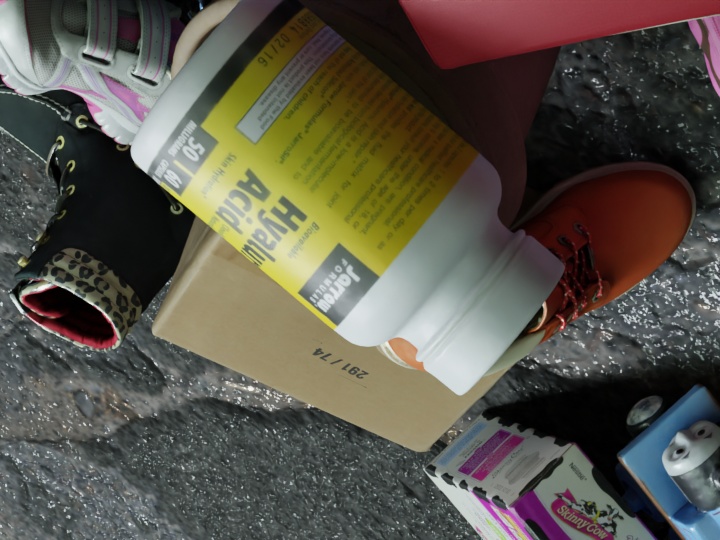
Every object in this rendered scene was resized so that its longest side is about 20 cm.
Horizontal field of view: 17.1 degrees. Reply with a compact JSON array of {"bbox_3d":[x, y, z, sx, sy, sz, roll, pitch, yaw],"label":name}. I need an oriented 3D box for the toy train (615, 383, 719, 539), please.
[{"bbox_3d":[0.235,0.159,1.446,0.200,0.087,0.114,53,171,-12],"label":"toy train"}]

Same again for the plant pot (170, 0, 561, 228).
[{"bbox_3d":[0.024,-0.113,1.284,0.199,0.175,0.201,24,142,20],"label":"plant pot"}]

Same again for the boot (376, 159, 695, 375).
[{"bbox_3d":[0.109,0.004,1.313,0.075,0.199,0.107,65,168,-12],"label":"boot"}]

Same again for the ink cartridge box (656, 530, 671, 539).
[{"bbox_3d":[0.254,0.261,1.603,0.200,0.047,0.198,39,143,-3],"label":"ink cartridge box"}]

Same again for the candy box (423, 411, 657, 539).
[{"bbox_3d":[0.127,0.165,1.519,0.137,0.061,0.200,49,171,-11],"label":"candy box"}]

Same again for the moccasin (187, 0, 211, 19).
[{"bbox_3d":[-0.076,-0.157,1.414,0.080,0.068,0.201,1,130,40],"label":"moccasin"}]

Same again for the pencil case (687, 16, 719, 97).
[{"bbox_3d":[0.198,-0.115,1.201,0.090,0.094,0.201,-4,126,43],"label":"pencil case"}]

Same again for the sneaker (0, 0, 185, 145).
[{"bbox_3d":[-0.151,-0.141,1.458,0.088,0.082,0.200,-10,162,28],"label":"sneaker"}]

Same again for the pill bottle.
[{"bbox_3d":[-0.003,-0.035,1.151,0.200,0.111,0.111,39,144,-1],"label":"pill bottle"}]

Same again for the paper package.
[{"bbox_3d":[0.000,0.000,1.445,0.199,0.104,0.191,25,147,-11],"label":"paper package"}]

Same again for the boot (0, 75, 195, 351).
[{"bbox_3d":[-0.192,-0.045,1.563,0.203,0.154,0.074,28,143,14],"label":"boot"}]

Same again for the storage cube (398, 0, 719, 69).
[{"bbox_3d":[0.091,-0.223,1.083,0.199,0.171,0.180,-9,128,34],"label":"storage cube"}]
